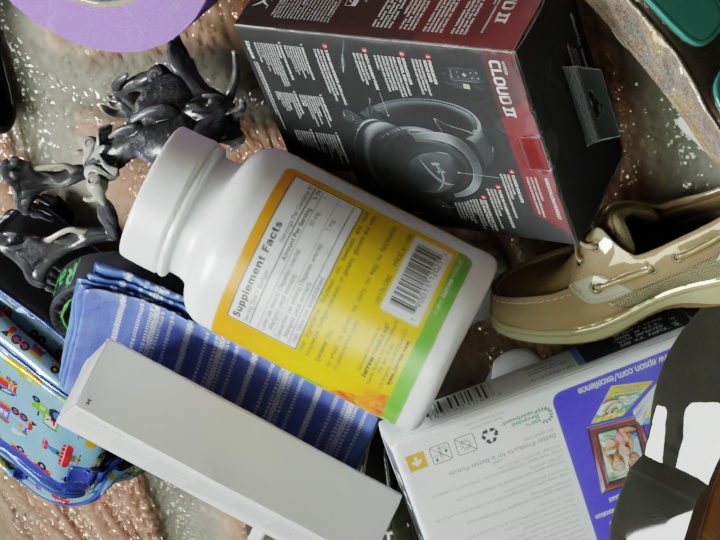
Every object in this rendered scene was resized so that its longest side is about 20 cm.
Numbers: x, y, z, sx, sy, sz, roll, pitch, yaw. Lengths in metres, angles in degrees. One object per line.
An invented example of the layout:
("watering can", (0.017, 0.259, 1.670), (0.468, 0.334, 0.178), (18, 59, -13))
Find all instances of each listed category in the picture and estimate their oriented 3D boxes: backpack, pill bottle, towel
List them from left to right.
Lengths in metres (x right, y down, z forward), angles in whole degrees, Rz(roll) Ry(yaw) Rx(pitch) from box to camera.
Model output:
("backpack", (-0.212, 0.078, 1.631), (0.182, 0.135, 0.200), (39, 140, 7))
("towel", (-0.089, 0.075, 1.453), (0.199, 0.024, 0.145), (24, 145, 1))
("pill bottle", (-0.032, -0.001, 1.358), (0.199, 0.111, 0.111), (27, 134, 3))

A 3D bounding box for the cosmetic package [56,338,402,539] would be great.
("cosmetic package", (-0.079, 0.111, 1.424), (0.199, 0.051, 0.083), (29, 166, -9))

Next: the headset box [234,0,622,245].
("headset box", (0.048, -0.099, 1.335), (0.199, 0.078, 0.149), (7, 141, 30))

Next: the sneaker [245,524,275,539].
("sneaker", (-0.063, 0.119, 1.613), (0.099, 0.070, 0.201), (55, 159, 24))

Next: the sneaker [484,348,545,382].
("sneaker", (0.118, 0.137, 1.486), (0.078, 0.077, 0.201), (-21, 110, -5))

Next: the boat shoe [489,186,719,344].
("boat shoe", (0.155, -0.011, 1.352), (0.199, 0.071, 0.065), (-15, 121, 30))

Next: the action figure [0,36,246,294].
("action figure", (-0.131, -0.067, 1.478), (0.199, 0.102, 0.120), (-26, 65, 27))

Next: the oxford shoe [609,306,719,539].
("oxford shoe", (0.210, 0.086, 1.369), (0.071, 0.071, 0.201), (36, 108, 41))

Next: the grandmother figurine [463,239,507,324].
("grandmother figurine", (0.000, 0.000, 1.483), (0.198, 0.061, 0.121), (5, 152, 29))

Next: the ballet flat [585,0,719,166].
("ballet flat", (0.183, -0.110, 1.275), (0.201, 0.068, 0.067), (53, 154, -3))

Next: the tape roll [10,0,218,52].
("tape roll", (-0.153, -0.232, 1.406), (0.199, 0.066, 0.201), (19, 131, 24))

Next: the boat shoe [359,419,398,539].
("boat shoe", (0.021, 0.156, 1.566), (0.067, 0.074, 0.201), (8, 113, 12))

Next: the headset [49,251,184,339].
("headset", (-0.098, 0.051, 1.488), (0.198, 0.095, 0.124), (14, 152, -11))

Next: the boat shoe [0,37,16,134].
("boat shoe", (-0.262, -0.173, 1.531), (0.056, 0.069, 0.201), (11, 133, 18))

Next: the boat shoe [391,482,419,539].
("boat shoe", (0.073, 0.179, 1.538), (0.075, 0.074, 0.201), (-1, 132, 21))

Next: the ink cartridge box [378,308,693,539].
("ink cartridge box", (0.133, 0.146, 1.424), (0.197, 0.043, 0.201), (-20, 113, -2))
